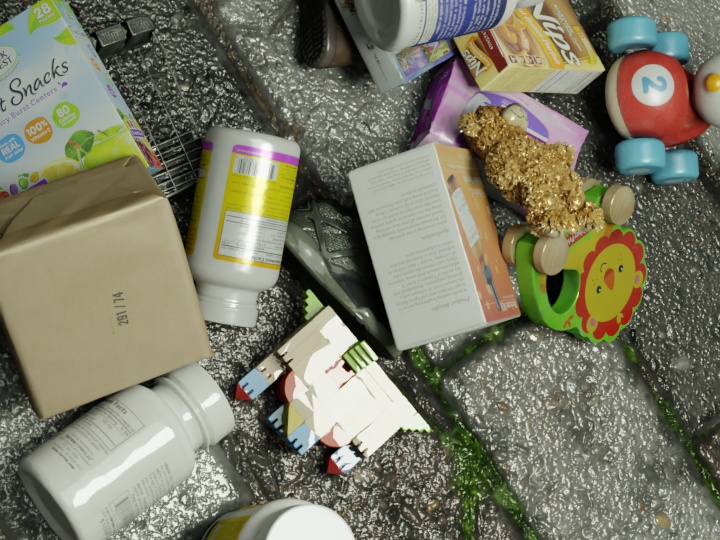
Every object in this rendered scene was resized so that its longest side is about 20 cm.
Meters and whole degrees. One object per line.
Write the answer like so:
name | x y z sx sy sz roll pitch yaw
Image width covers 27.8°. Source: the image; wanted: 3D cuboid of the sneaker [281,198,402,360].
sneaker | 0.000 0.000 1.613 0.114 0.076 0.200 -41 90 -19

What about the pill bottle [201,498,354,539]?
pill bottle | -0.083 0.286 1.441 0.114 0.200 0.115 5 76 -21

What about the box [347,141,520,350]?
box | 0.083 -0.027 1.595 0.106 0.152 0.201 -17 86 20

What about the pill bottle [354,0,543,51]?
pill bottle | 0.103 -0.313 1.571 0.199 0.120 0.120 -16 84 -24

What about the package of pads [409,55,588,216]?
package of pads | 0.163 -0.151 1.719 0.199 0.076 0.121 27 66 -15

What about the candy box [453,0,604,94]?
candy box | 0.193 -0.271 1.720 0.199 0.055 0.116 -7 66 -47

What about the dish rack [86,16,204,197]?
dish rack | -0.254 -0.165 1.559 0.153 0.055 0.201 -25 90 -24

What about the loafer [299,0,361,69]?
loafer | -0.031 -0.323 1.688 0.071 0.073 0.201 11 76 -36

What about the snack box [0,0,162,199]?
snack box | -0.325 -0.148 1.475 0.168 0.068 0.201 -31 89 6

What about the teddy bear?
teddy bear | 0.191 -0.113 1.596 0.144 0.067 0.201 1 48 -26

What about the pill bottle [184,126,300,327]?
pill bottle | -0.130 -0.045 1.540 0.104 0.104 0.201 10 91 -20

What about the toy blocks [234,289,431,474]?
toy blocks | -0.041 0.141 1.564 0.137 0.100 0.200 -41 95 -14

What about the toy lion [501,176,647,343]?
toy lion | 0.261 0.005 1.694 0.200 0.068 0.193 -33 123 -34

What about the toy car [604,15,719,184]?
toy car | 0.414 -0.216 1.750 0.176 0.199 0.186 8 77 -51

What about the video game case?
video game case | 0.049 -0.320 1.679 0.200 0.045 0.182 -36 101 -47

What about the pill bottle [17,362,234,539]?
pill bottle | -0.229 0.180 1.452 0.200 0.114 0.115 -36 93 -26

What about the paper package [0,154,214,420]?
paper package | -0.262 0.017 1.419 0.190 0.104 0.201 -21 125 -14
